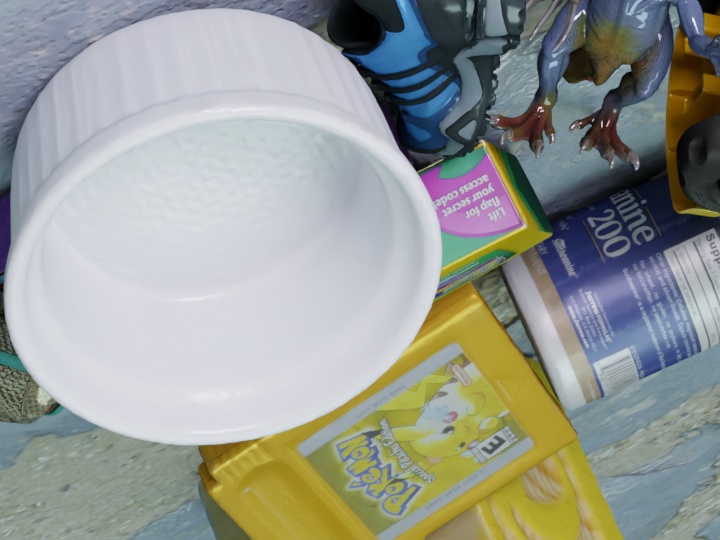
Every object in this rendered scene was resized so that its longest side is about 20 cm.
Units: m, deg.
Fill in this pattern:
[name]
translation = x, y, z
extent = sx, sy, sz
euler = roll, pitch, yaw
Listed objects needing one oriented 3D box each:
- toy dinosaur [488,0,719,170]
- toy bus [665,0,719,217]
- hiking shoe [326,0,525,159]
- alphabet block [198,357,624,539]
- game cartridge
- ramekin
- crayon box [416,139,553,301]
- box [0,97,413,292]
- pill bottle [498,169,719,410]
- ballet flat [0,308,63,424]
[toy dinosaur]
translation = 0.122, -0.142, 1.256
extent = 0.104, 0.200, 0.182
euler = 14, 118, -12
[toy bus]
translation = 0.264, -0.105, 1.266
extent = 0.191, 0.137, 0.200
euler = 12, 152, -9
[hiking shoe]
translation = 0.026, -0.115, 1.208
extent = 0.086, 0.075, 0.200
euler = 6, 158, -4
[alphabet block]
translation = 0.042, 0.184, 1.724
extent = 0.200, 0.197, 0.195
euler = -34, 158, 24
[game cartridge]
translation = 0.017, 0.107, 1.530
extent = 0.199, 0.033, 0.176
euler = -35, 138, 3
[ramekin]
translation = -0.069, -0.024, 1.166
extent = 0.199, 0.098, 0.201
euler = -8, 133, -9
[crayon box]
translation = 0.000, 0.000, 1.380
extent = 0.199, 0.059, 0.173
euler = -28, 175, 8
[box]
translation = -0.085, -0.039, 1.278
extent = 0.199, 0.039, 0.137
euler = -29, 157, 11
[pill bottle]
translation = 0.193, -0.003, 1.560
extent = 0.199, 0.111, 0.111
euler = -25, 159, 1
[ballet flat]
translation = -0.198, 0.045, 1.299
extent = 0.075, 0.068, 0.200
euler = 20, 171, -16
